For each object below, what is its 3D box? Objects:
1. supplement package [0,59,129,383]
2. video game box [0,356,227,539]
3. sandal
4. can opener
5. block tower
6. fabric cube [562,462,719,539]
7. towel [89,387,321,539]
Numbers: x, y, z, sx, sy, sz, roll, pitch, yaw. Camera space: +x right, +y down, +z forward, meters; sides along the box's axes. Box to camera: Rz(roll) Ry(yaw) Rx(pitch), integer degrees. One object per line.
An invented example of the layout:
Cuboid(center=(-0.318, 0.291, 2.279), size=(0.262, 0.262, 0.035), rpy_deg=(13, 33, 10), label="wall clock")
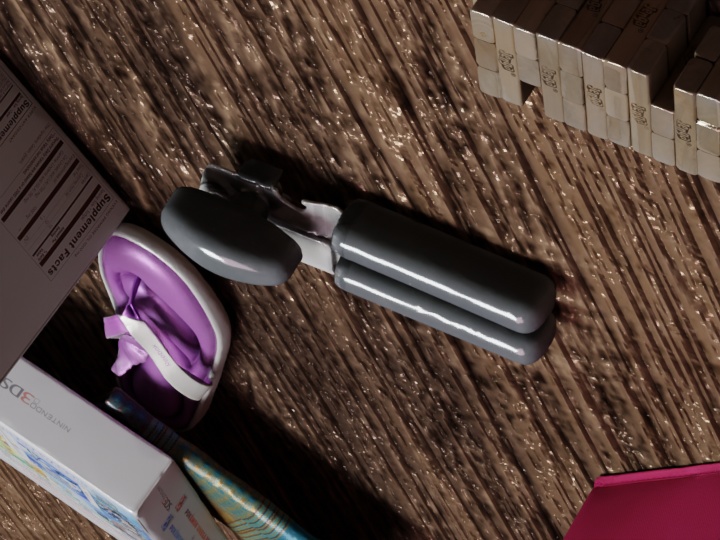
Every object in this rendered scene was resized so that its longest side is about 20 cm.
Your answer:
Cuboid(center=(-0.274, -0.046, 1.507), size=(0.191, 0.147, 0.200), rpy_deg=(-3, 134, 49), label="supplement package")
Cuboid(center=(-0.183, 0.102, 1.693), size=(0.200, 0.047, 0.182), rpy_deg=(32, 169, 17), label="video game box")
Cuboid(center=(-0.115, 0.046, 1.585), size=(0.082, 0.050, 0.203), rpy_deg=(25, 153, 16), label="sandal")
Cuboid(center=(0.000, 0.000, 1.381), size=(0.199, 0.067, 0.053), rpy_deg=(19, 148, 17), label="can opener")
Cuboid(center=(0.136, -0.076, 1.119), size=(0.199, 0.054, 0.058), rpy_deg=(22, 151, 22), label="block tower")
Cuboid(center=(0.191, 0.234, 1.397), size=(0.200, 0.200, 0.196), rpy_deg=(45, 150, -20), label="fabric cube")
Cuboid(center=(-0.077, 0.136, 1.683), size=(0.200, 0.022, 0.147), rpy_deg=(38, 168, -6), label="towel")
